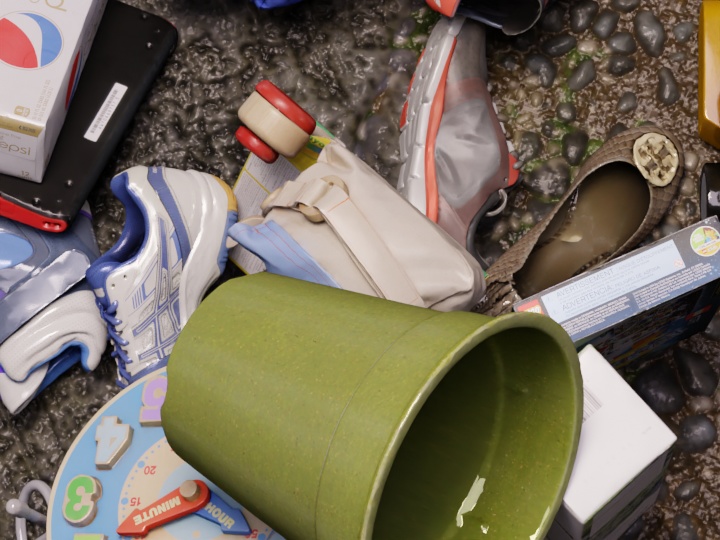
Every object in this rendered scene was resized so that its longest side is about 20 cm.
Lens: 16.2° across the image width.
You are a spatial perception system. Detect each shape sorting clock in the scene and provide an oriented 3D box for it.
[{"bbox_3d":[-0.097,0.139,1.535,0.200,0.039,0.200,-7,62,14],"label":"shape sorting clock"}]

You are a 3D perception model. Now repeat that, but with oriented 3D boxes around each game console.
[{"bbox_3d":[-0.240,-0.126,1.728,0.177,0.031,0.200,22,55,5],"label":"game console"}]

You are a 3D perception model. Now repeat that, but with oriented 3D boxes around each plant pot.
[{"bbox_3d":[-0.007,0.086,1.437,0.190,0.200,0.200,24,76,33],"label":"plant pot"}]

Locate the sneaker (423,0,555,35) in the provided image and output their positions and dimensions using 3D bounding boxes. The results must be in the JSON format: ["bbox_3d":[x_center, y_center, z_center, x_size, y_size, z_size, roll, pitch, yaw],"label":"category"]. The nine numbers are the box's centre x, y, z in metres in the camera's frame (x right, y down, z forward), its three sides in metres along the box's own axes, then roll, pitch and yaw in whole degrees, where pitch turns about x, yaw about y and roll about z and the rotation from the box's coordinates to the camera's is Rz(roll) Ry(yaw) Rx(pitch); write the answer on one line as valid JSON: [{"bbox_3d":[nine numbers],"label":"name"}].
[{"bbox_3d":[0.117,-0.197,1.697,0.200,0.075,0.085,-9,46,-32],"label":"sneaker"}]

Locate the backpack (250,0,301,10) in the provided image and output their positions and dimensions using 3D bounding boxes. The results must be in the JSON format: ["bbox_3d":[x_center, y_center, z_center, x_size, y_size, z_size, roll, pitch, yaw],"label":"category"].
[{"bbox_3d":[-0.065,-0.266,1.690,0.200,0.163,0.168,-23,74,-27],"label":"backpack"}]

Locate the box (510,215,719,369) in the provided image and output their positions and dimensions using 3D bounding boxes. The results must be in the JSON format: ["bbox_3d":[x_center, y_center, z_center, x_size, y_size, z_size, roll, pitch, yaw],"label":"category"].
[{"bbox_3d":[0.161,0.030,1.603,0.136,0.200,0.038,-24,78,-4],"label":"box"}]

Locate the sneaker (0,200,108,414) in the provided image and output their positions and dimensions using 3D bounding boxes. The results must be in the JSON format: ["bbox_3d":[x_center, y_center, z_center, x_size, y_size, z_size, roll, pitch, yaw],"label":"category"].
[{"bbox_3d":[-0.266,0.027,1.690,0.200,0.081,0.147,-9,69,-5],"label":"sneaker"}]

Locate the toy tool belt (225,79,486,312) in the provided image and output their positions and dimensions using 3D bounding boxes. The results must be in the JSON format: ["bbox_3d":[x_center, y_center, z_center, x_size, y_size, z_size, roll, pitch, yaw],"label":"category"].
[{"bbox_3d":[-0.027,-0.011,1.560,0.200,0.125,0.123,42,94,14],"label":"toy tool belt"}]

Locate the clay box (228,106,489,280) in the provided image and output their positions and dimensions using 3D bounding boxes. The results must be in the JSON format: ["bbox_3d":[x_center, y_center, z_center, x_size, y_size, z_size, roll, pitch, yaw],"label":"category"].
[{"bbox_3d":[0.000,0.000,1.665,0.200,0.115,0.048,42,46,12],"label":"clay box"}]

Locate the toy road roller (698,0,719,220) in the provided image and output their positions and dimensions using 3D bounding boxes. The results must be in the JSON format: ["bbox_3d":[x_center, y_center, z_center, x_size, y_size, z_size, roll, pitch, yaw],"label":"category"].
[{"bbox_3d":[0.289,-0.109,1.663,0.123,0.146,0.200,1,74,3],"label":"toy road roller"}]

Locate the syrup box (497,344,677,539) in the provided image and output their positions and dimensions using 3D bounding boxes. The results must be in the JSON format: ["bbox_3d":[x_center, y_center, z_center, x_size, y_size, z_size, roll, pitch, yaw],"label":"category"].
[{"bbox_3d":[0.137,0.123,1.578,0.079,0.200,0.081,-41,77,-8],"label":"syrup box"}]

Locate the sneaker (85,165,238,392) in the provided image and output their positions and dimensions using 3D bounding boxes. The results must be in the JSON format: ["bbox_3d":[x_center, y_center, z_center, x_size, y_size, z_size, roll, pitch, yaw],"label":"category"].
[{"bbox_3d":[-0.147,0.029,1.663,0.088,0.075,0.200,13,85,-28],"label":"sneaker"}]

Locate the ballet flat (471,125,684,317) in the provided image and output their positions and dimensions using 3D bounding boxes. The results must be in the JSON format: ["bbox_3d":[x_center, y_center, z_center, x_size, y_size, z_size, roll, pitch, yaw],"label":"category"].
[{"bbox_3d":[0.147,-0.026,1.685,0.200,0.046,0.067,-40,92,-17],"label":"ballet flat"}]

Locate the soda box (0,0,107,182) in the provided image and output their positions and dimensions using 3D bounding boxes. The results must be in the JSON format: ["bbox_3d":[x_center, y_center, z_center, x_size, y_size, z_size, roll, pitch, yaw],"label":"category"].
[{"bbox_3d":[-0.217,-0.159,1.698,0.068,0.064,0.200,15,54,0],"label":"soda box"}]

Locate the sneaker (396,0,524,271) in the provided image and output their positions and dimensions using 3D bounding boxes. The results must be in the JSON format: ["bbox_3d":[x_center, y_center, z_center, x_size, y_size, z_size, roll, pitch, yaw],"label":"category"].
[{"bbox_3d":[0.071,-0.084,1.718,0.082,0.077,0.200,12,81,-11],"label":"sneaker"}]

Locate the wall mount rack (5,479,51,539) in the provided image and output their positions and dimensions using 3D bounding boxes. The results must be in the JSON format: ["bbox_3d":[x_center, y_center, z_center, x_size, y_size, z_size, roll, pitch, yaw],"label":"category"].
[{"bbox_3d":[-0.207,0.223,1.587,0.074,0.174,0.200,-4,71,-30],"label":"wall mount rack"}]
